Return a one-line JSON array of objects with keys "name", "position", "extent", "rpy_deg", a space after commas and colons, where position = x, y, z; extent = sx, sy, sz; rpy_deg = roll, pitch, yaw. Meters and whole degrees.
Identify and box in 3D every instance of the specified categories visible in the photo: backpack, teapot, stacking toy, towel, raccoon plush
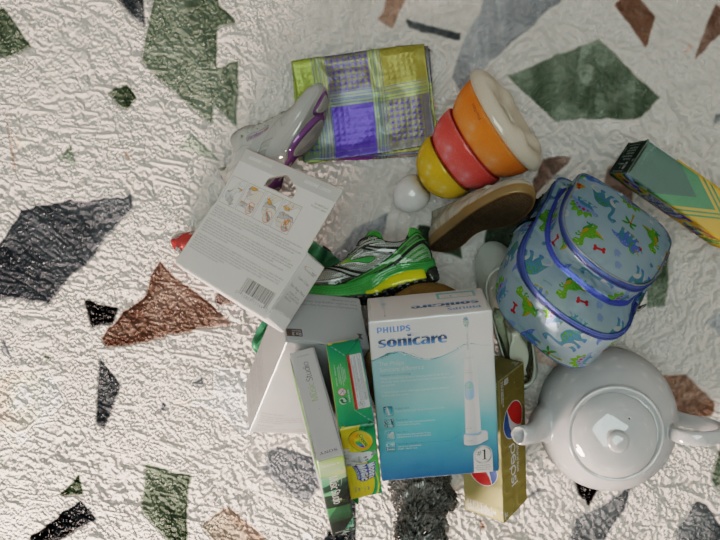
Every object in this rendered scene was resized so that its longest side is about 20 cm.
[{"name": "backpack", "position": [0.264, -0.004, 1.033], "extent": [0.181, 0.148, 0.201], "rpy_deg": [35, 55, 2]}, {"name": "teapot", "position": [0.323, 0.197, 1.092], "extent": [0.197, 0.146, 0.200], "rpy_deg": [45, 98, 0]}, {"name": "stacking toy", "position": [0.120, -0.145, 1.101], "extent": [0.198, 0.146, 0.148], "rpy_deg": [-34, 91, 22]}, {"name": "towel", "position": [0.006, -0.222, 1.150], "extent": [0.195, 0.023, 0.147], "rpy_deg": [-3, 96, 7]}, {"name": "raccoon plush", "position": [0.066, 0.277, 1.135], "extent": [0.095, 0.134, 0.204], "rpy_deg": [-18, 93, 9]}]

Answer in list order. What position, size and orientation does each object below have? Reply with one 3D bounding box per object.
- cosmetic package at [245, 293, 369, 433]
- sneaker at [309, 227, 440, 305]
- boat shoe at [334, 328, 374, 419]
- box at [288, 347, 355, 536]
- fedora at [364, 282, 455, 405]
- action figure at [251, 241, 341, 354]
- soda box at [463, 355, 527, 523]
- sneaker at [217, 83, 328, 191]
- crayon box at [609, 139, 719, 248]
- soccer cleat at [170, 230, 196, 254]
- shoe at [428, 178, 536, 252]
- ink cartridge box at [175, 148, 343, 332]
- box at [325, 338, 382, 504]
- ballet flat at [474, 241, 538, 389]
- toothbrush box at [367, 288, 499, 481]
[{"name": "cosmetic package", "position": [-0.074, 0.123, 1.099], "extent": [0.110, 0.082, 0.202], "rpy_deg": [7, 135, -22]}, {"name": "sneaker", "position": [0.000, 0.000, 1.121], "extent": [0.195, 0.078, 0.087], "rpy_deg": [-13, 76, -5]}, {"name": "boat shoe", "position": [-0.001, 0.164, 1.171], "extent": [0.064, 0.074, 0.205], "rpy_deg": [7, 106, 1]}, {"name": "box", "position": [-0.044, 0.209, 1.028], "extent": [0.036, 0.202, 0.146], "rpy_deg": [-15, 52, -6]}, {"name": "fedora", "position": [0.073, 0.110, 1.129], "extent": [0.197, 0.081, 0.206], "rpy_deg": [-6, 103, -28]}, {"name": "action figure", "position": [-0.086, 0.065, 1.174], "extent": [0.117, 0.055, 0.202], "rpy_deg": [36, 95, 0]}, {"name": "soda box", "position": [0.175, 0.219, 1.122], "extent": [0.063, 0.067, 0.205], "rpy_deg": [10, 112, 38]}, {"name": "sneaker", "position": [-0.120, -0.174, 1.133], "extent": [0.100, 0.075, 0.201], "rpy_deg": [44, 111, 10]}, {"name": "crayon box", "position": [0.412, -0.084, 1.062], "extent": [0.198, 0.126, 0.052], "rpy_deg": [34, 99, 3]}, {"name": "soccer cleat", "position": [-0.168, -0.038, 1.166], "extent": [0.196, 0.069, 0.087], "rpy_deg": [7, 65, 26]}, {"name": "shoe", "position": [0.145, -0.079, 1.078], "extent": [0.069, 0.199, 0.055], "rpy_deg": [12, 68, -27]}, {"name": "ink cartridge box", "position": [-0.119, -0.043, 1.061], "extent": [0.198, 0.045, 0.178], "rpy_deg": [26, 80, 41]}, {"name": "box", "position": [-0.006, 0.190, 1.041], "extent": [0.047, 0.202, 0.119], "rpy_deg": [-8, 51, -4]}, {"name": "ballet flat", "position": [0.200, 0.061, 1.133], "extent": [0.068, 0.069, 0.205], "rpy_deg": [-12, 94, 8]}, {"name": "toothbrush box", "position": [0.085, 0.134, 1.017], "extent": [0.143, 0.085, 0.205], "rpy_deg": [-6, 107, 1]}]
